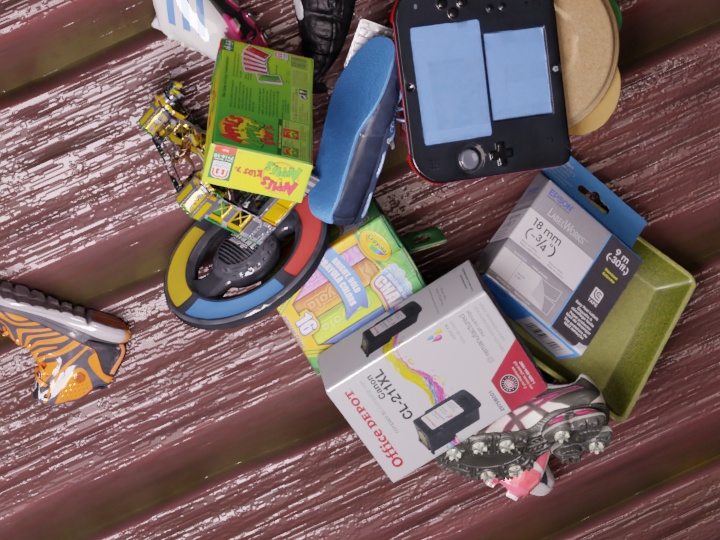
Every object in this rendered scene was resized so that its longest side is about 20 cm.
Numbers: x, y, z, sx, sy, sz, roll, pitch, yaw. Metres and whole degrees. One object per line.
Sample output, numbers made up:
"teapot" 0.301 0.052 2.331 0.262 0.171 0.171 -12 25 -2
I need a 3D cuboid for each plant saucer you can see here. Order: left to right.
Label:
"plant saucer" 0.258 0.040 1.719 0.199 0.048 0.201 35 73 -10

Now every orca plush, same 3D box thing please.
"orca plush" -0.048 -0.286 1.613 0.104 0.071 0.201 18 101 -12

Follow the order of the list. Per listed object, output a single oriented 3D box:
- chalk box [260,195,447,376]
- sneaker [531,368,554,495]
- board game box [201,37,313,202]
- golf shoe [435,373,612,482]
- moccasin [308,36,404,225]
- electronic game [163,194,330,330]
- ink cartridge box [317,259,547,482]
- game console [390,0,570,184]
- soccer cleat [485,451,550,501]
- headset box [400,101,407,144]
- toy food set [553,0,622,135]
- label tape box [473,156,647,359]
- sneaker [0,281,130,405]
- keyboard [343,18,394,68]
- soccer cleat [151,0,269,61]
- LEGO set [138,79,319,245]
"chalk box" 0.000 0.000 1.666 0.199 0.125 0.124 -32 107 1
"sneaker" 0.202 0.159 1.755 0.129 0.080 0.200 -33 96 11
"board game box" -0.101 -0.154 1.512 0.101 0.201 0.048 11 127 -10
"golf shoe" 0.175 0.173 1.649 0.198 0.089 0.078 -12 134 7
"moccasin" 0.002 -0.146 1.581 0.068 0.080 0.201 15 101 -46
"electronic game" -0.123 -0.017 1.612 0.199 0.200 0.042 -32 129 1
"ink cartridge box" 0.075 0.110 1.598 0.199 0.083 0.146 -33 116 7
"game console" 0.124 -0.196 1.536 0.175 0.031 0.202 -8 97 -9
"soccer cleat" 0.120 0.184 1.706 0.199 0.067 0.077 32 84 13
"headset box" 0.120 -0.221 1.650 0.147 0.077 0.202 -2 103 -7
"toy food set" 0.182 -0.240 1.582 0.198 0.049 0.200 -4 96 -8
"label tape box" 0.231 -0.026 1.660 0.144 0.063 0.201 39 73 -10
"sneaker" -0.363 0.086 1.663 0.199 0.078 0.113 20 100 -12
"keyboard" 0.084 -0.210 1.603 0.198 0.011 0.057 18 101 -10
"soccer cleat" -0.170 -0.265 1.614 0.086 0.070 0.200 -31 110 24
"LEGO set" -0.132 -0.132 1.570 0.153 0.201 0.116 31 111 -37
